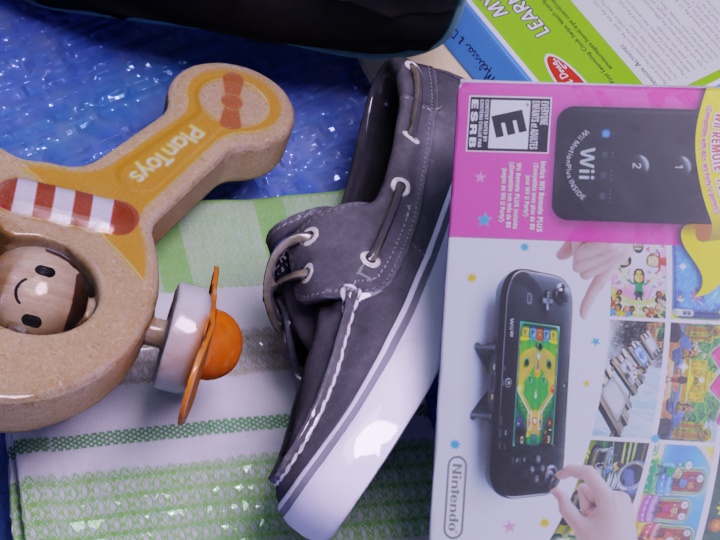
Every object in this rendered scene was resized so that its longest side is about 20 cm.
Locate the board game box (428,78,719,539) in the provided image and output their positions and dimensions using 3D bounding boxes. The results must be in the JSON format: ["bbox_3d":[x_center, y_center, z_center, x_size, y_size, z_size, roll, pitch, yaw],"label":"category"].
[{"bbox_3d":[0.127,0.020,0.708,0.199,0.064,0.148,2,84,11],"label":"board game box"}]

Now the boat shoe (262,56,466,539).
[{"bbox_3d":[0.000,0.000,0.780,0.066,0.070,0.200,28,52,-5],"label":"boat shoe"}]

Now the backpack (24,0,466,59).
[{"bbox_3d":[-0.038,-0.168,0.834,0.199,0.176,0.154,19,58,16],"label":"backpack"}]

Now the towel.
[{"bbox_3d":[-0.047,0.064,0.792,0.149,0.031,0.200,-3,57,-16],"label":"towel"}]

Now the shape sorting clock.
[{"bbox_3d":[0.093,-0.106,0.911,0.199,0.039,0.200,3,56,-4],"label":"shape sorting clock"}]

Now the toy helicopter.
[{"bbox_3d":[-0.078,-0.012,0.777,0.132,0.079,0.200,30,42,16],"label":"toy helicopter"}]
